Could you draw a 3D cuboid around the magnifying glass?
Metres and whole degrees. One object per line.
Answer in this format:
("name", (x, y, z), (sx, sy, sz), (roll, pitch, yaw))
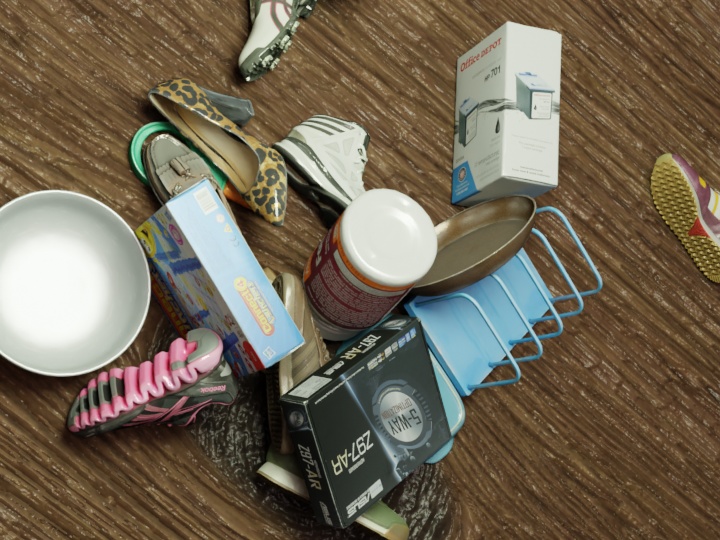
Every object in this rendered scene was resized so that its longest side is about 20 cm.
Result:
("magnifying glass", (-0.179, -0.110, 1.547), (0.198, 0.022, 0.080), (26, 70, -19))

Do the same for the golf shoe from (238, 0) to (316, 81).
("golf shoe", (-0.110, -0.315, 1.600), (0.087, 0.077, 0.201), (31, 60, -5))

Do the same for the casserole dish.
("casserole dish", (0.054, 0.143, 1.595), (0.121, 0.039, 0.201), (-37, 95, -27))

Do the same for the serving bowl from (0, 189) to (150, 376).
("serving bowl", (-0.332, 0.018, 1.425), (0.198, 0.066, 0.203), (5, 77, -25))

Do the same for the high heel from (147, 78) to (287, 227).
("high heel", (-0.164, -0.132, 1.493), (0.141, 0.071, 0.201), (8, 46, -41))

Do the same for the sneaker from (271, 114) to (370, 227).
("sneaker", (-0.004, -0.110, 1.592), (0.201, 0.076, 0.115), (46, 65, -1))

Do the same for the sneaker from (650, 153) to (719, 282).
("sneaker", (0.477, -0.085, 1.826), (0.090, 0.075, 0.201), (-39, 103, -34))

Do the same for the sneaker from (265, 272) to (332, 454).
("sneaker", (-0.065, 0.103, 1.475), (0.075, 0.070, 0.203), (-2, 95, -25))

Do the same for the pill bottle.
("pill bottle", (0.000, 0.000, 1.500), (0.113, 0.200, 0.116), (9, 63, -18))

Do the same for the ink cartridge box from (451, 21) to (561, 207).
("ink cartridge box", (0.184, -0.190, 1.662), (0.085, 0.146, 0.203), (7, 76, -21))

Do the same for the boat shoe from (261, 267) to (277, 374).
("boat shoe", (-0.084, 0.099, 1.529), (0.071, 0.072, 0.202), (-30, 98, -6))

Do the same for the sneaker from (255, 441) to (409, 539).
("sneaker", (-0.017, 0.240, 1.524), (0.199, 0.067, 0.091), (29, 74, -14))

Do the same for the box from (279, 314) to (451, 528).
("box", (0.010, 0.166, 1.472), (0.199, 0.043, 0.162), (-33, 116, -39))

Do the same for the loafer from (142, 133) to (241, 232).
("loafer", (-0.176, -0.072, 1.488), (0.071, 0.063, 0.201), (-30, 86, -24))

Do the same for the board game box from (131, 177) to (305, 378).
("board game box", (-0.165, 0.020, 1.430), (0.056, 0.195, 0.201), (-33, 93, -26))

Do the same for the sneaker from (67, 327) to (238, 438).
("sneaker", (-0.220, 0.143, 1.416), (0.096, 0.198, 0.079), (58, 15, -35))

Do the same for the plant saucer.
("plant saucer", (0.127, -0.025, 1.578), (0.200, 0.199, 0.032), (-40, 110, -26))

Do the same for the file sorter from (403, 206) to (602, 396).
("file sorter", (0.183, 0.034, 1.610), (0.200, 0.122, 0.140), (-42, 106, -33))
